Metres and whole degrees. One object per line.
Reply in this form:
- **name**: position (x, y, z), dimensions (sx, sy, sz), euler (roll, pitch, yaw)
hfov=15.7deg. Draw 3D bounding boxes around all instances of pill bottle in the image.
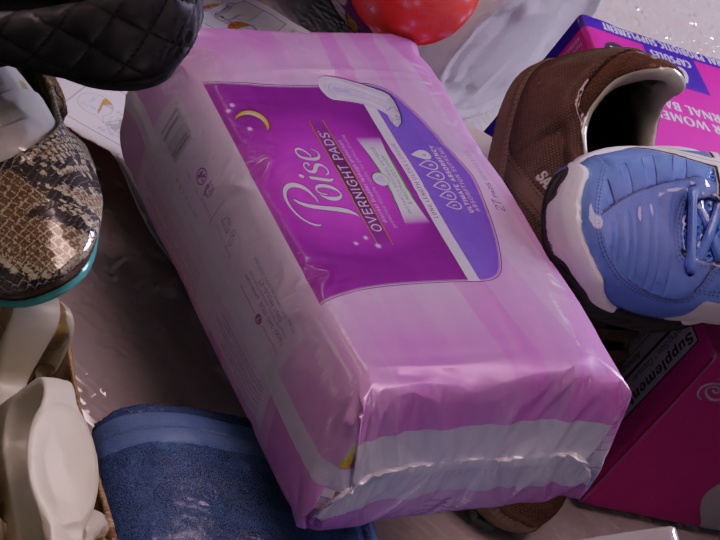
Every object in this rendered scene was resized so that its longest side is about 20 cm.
- **pill bottle**: position (0.015, -0.176, 1.209), dimensions (0.112, 0.112, 0.200), euler (-13, 58, -48)

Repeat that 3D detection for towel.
- **towel**: position (-0.033, 0.132, 0.874), dimensions (0.111, 0.049, 0.201), euler (15, 41, -28)

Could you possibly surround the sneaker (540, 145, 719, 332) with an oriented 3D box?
- **sneaker**: position (0.155, -0.015, 0.993), dimensions (0.199, 0.077, 0.076), euler (3, 77, -35)

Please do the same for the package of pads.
- **package of pads**: position (0.000, 0.000, 0.946), dimensions (0.120, 0.076, 0.201), euler (-1, 45, -32)

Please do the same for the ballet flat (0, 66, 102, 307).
- **ballet flat**: position (-0.133, -0.053, 0.920), dimensions (0.067, 0.076, 0.200), euler (-17, 22, -3)

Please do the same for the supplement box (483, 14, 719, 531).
- **supplement box**: position (0.132, 0.002, 1.124), dimensions (0.101, 0.103, 0.201), euler (13, 44, -32)

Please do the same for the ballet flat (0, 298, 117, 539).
- **ballet flat**: position (-0.115, 0.046, 0.881), dimensions (0.070, 0.065, 0.201), euler (9, 44, -33)

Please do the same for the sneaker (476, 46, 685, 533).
- **sneaker**: position (0.083, 0.003, 1.032), dimensions (0.070, 0.075, 0.201), euler (22, 68, -39)

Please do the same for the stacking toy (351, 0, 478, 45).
- **stacking toy**: position (-0.011, -0.158, 1.075), dimensions (0.085, 0.086, 0.200), euler (8, 34, -36)

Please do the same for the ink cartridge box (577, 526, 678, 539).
- **ink cartridge box**: position (0.079, 0.202, 0.799), dimensions (0.087, 0.146, 0.201), euler (-11, 41, 5)

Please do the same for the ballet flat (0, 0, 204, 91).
- **ballet flat**: position (-0.150, -0.099, 0.856), dimensions (0.199, 0.057, 0.067), euler (4, 44, -6)

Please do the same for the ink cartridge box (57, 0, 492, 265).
- **ink cartridge box**: position (-0.045, -0.045, 1.082), dimensions (0.199, 0.050, 0.162), euler (28, 34, 10)
